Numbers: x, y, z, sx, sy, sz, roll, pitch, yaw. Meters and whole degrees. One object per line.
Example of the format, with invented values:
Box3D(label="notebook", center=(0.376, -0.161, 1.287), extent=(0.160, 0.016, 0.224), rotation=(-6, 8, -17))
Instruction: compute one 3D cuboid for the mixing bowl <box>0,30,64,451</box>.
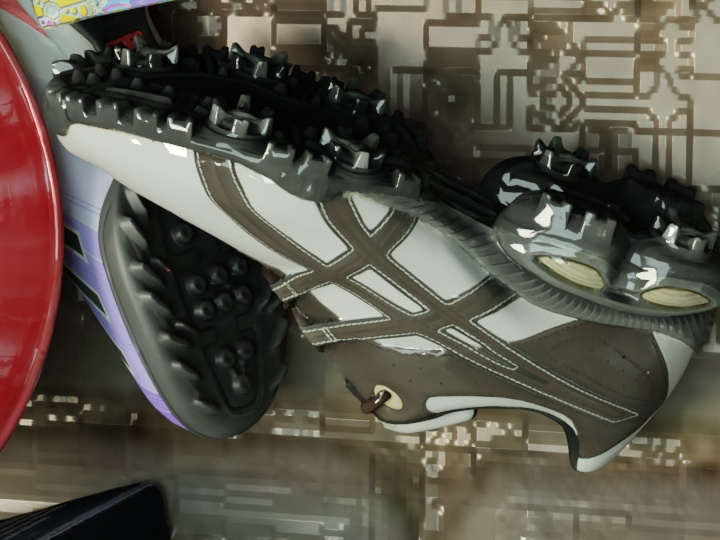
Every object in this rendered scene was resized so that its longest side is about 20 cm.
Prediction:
Box3D(label="mixing bowl", center=(-0.195, -0.006, 0.779), extent=(0.199, 0.108, 0.202), rotation=(2, 85, -26))

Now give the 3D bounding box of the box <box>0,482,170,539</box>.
Box3D(label="box", center=(-0.142, 0.190, 0.832), extent=(0.199, 0.117, 0.198), rotation=(-16, 92, 19))

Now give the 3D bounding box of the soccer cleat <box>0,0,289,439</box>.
Box3D(label="soccer cleat", center=(-0.085, -0.040, 0.821), extent=(0.073, 0.068, 0.201), rotation=(-23, 93, 41))

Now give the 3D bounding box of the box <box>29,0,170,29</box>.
Box3D(label="box", center=(-0.004, -0.186, 0.718), extent=(0.199, 0.122, 0.194), rotation=(-9, 109, 18))

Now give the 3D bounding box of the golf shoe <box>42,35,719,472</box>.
Box3D(label="golf shoe", center=(0.000, 0.000, 0.769), extent=(0.199, 0.078, 0.095), rotation=(19, 113, -3))
